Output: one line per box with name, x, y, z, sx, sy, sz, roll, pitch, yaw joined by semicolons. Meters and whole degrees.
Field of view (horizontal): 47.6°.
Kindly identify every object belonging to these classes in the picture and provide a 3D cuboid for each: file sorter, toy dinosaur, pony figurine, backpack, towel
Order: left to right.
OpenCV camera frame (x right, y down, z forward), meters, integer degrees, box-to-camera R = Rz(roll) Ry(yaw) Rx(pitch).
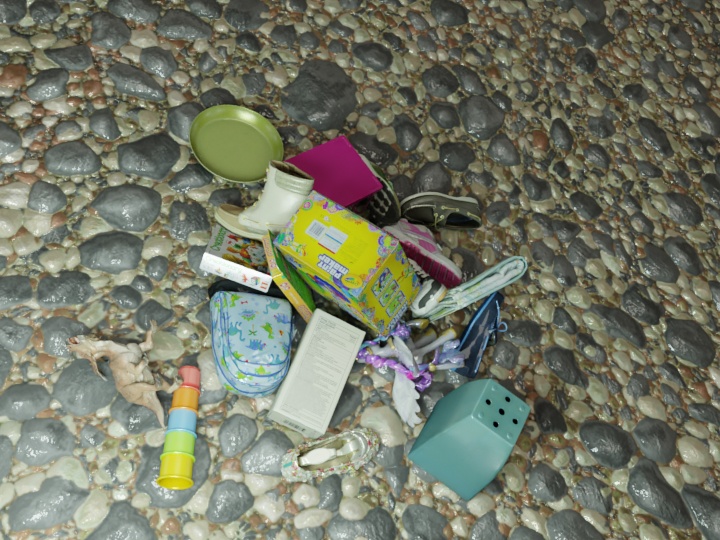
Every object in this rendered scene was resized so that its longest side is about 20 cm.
toy dinosaur;-0.382;0.172;1.344;0.201;0.135;0.086;64;16;-9
backpack;-0.190;0.122;1.436;0.162;0.154;0.202;13;68;-22
file sorter;-0.086;-0.151;1.643;0.199;0.126;0.139;-29;75;-33
pony figurine;0.094;0.168;1.526;0.198;0.168;0.193;-14;34;-25
towel;0.216;0.040;1.622;0.199;0.171;0.049;-23;86;-32

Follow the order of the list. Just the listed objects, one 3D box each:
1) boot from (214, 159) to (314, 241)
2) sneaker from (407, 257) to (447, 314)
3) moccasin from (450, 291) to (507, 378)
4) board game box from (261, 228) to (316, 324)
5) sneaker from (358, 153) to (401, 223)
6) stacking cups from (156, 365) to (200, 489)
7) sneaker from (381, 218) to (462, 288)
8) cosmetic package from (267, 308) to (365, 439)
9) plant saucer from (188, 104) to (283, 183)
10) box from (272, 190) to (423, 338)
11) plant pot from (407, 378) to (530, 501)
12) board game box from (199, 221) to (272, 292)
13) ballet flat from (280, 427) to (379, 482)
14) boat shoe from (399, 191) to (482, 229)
boot;-0.179;-0.134;1.524;0.198;0.156;0.072;21;26;22
sneaker;0.098;0.023;1.578;0.076;0.200;0.088;-43;108;-6
moccasin;0.244;0.133;1.646;0.068;0.081;0.201;33;67;2
board game box;-0.128;0.015;1.485;0.030;0.201;0.096;-22;53;4
sneaker;0.046;-0.177;1.736;0.088;0.077;0.201;2;44;-40
stacking cups;-0.295;0.253;1.346;0.060;0.061;0.202;10;57;-17
sneaker;0.132;-0.045;1.694;0.199;0.082;0.088;37;53;5
cosmetic package;-0.078;0.184;1.449;0.103;0.073;0.201;27;65;-5
plant saucer;-0.259;-0.257;1.694;0.198;0.031;0.202;10;57;-16
box;-0.017;-0.009;1.448;0.199;0.193;0.122;32;78;29
plant pot;0.205;0.285;1.450;0.141;0.200;0.142;35;53;2
board game box;-0.219;-0.028;1.500;0.125;0.035;0.200;20;17;-10
ballet flat;-0.042;0.318;1.411;0.198;0.064;0.076;-14;72;-29
boat shoe;0.177;-0.124;1.769;0.200;0.072;0.061;1;55;-26
